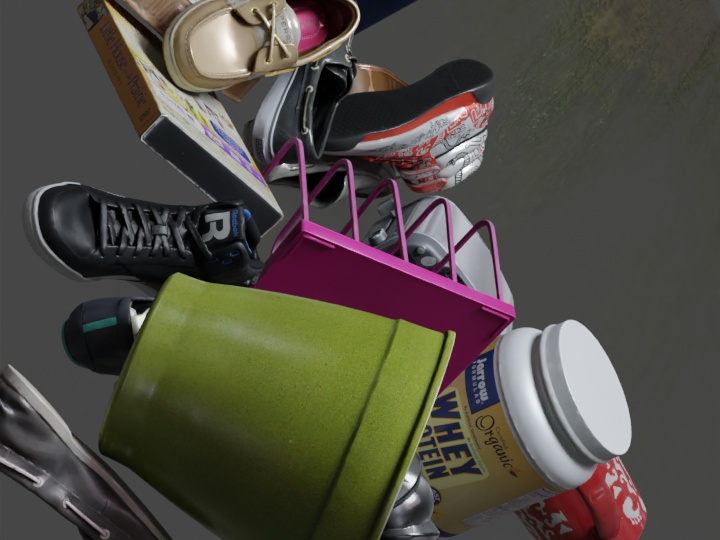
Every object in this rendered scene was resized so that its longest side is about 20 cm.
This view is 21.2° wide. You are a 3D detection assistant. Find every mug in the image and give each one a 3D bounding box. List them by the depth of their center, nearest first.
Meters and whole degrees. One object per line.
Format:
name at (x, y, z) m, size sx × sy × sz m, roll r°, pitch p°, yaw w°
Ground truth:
mug at (0.180, 0.194, 1.818) m, size 0.201 × 0.133 × 0.178 m, roll 56°, pitch 20°, yaw -27°

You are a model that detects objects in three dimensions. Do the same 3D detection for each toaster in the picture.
toaster at (0.072, 0.028, 1.773) m, size 0.201 × 0.113 × 0.129 m, roll 54°, pitch 25°, yaw -18°

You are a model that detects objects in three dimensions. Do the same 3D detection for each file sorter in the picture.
file sorter at (0.000, 0.000, 1.556) m, size 0.199 × 0.139 × 0.126 m, roll 22°, pitch 41°, yaw -25°

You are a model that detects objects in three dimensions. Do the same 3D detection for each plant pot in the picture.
plant pot at (-0.064, 0.097, 1.270) m, size 0.192 × 0.201 × 0.201 m, roll 22°, pitch 33°, yaw 0°

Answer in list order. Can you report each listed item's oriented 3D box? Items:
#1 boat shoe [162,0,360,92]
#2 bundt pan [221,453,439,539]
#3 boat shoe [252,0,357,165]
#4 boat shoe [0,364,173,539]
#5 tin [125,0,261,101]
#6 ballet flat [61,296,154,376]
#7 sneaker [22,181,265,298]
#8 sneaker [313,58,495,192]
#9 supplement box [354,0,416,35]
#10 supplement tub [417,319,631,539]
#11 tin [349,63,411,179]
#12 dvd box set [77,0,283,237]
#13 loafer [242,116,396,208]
boat shoe at (-0.075, -0.191, 1.530) m, size 0.200 × 0.069 × 0.074 m, roll -28°, pitch 106°, yaw -49°
bundt pan at (-0.010, 0.197, 1.427) m, size 0.201 × 0.075 × 0.204 m, roll 11°, pitch 77°, yaw -52°
boat shoe at (-0.033, -0.164, 1.645) m, size 0.069 × 0.056 × 0.201 m, roll 71°, pitch 33°, yaw -48°
boat shoe at (-0.188, 0.143, 1.247) m, size 0.200 × 0.057 × 0.067 m, roll 53°, pitch -8°, yaw -32°
tin at (-0.153, -0.216, 1.581) m, size 0.200 × 0.042 × 0.112 m, roll 42°, pitch 13°, yaw -39°
ballet flat at (-0.134, 0.048, 1.404) m, size 0.200 × 0.073 × 0.074 m, roll 9°, pitch 59°, yaw -61°
sneaker at (-0.144, -0.031, 1.397) m, size 0.200 × 0.111 × 0.074 m, roll 22°, pitch 57°, yaw -56°
sneaker at (0.037, -0.109, 1.717) m, size 0.200 × 0.109 × 0.067 m, roll -24°, pitch 45°, yaw -32°
supplement box at (-0.051, -0.361, 1.858) m, size 0.200 × 0.134 × 0.201 m, roll 36°, pitch 37°, yaw -46°
supplement tub at (0.118, 0.136, 1.659) m, size 0.144 × 0.199 × 0.145 m, roll 44°, pitch 32°, yaw -37°
tin at (0.007, -0.135, 1.797) m, size 0.200 × 0.111 × 0.042 m, roll 25°, pitch 55°, yaw -52°
dvd box set at (-0.142, -0.125, 1.499) m, size 0.146 × 0.029 × 0.200 m, roll 41°, pitch 12°, yaw -41°
loafer at (-0.034, -0.087, 1.731) m, size 0.199 × 0.070 × 0.070 m, roll 14°, pitch 61°, yaw -51°
